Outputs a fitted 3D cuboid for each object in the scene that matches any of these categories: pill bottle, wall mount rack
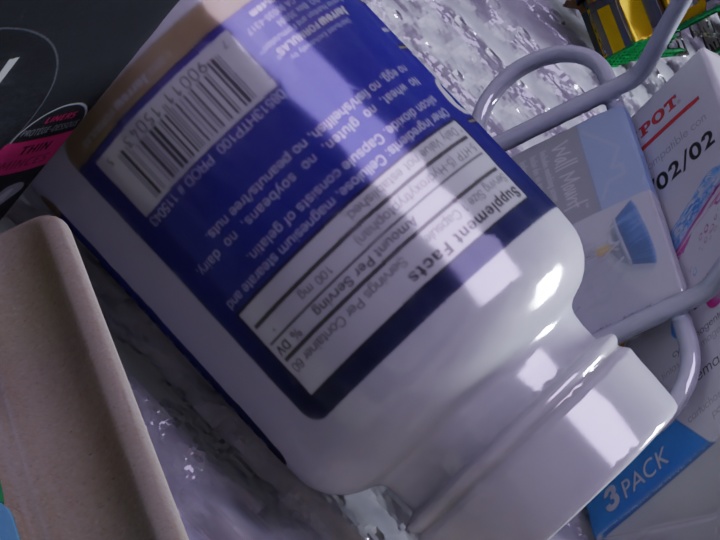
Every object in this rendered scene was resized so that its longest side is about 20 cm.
[{"bbox_3d":[0.000,0.000,0.735,0.200,0.120,0.120,47,32,4],"label":"pill bottle"},{"bbox_3d":[0.090,-0.041,0.831,0.075,0.173,0.200,47,23,-43],"label":"wall mount rack"}]

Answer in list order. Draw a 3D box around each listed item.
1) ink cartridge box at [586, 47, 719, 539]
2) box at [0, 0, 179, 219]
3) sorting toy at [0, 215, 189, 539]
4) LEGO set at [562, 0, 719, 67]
[{"bbox_3d":[0.128,0.002,0.878,0.068,0.115,0.200,24,37,-30],"label":"ink cartridge box"},{"bbox_3d":[-0.124,-0.094,0.629,0.122,0.200,0.106,-12,62,-52],"label":"box"},{"bbox_3d":[-0.145,0.038,0.491,0.199,0.037,0.185,-5,33,-17],"label":"sorting toy"},{"bbox_3d":[0.180,-0.177,1.105,0.200,0.154,0.116,-12,79,-45],"label":"LEGO set"}]
